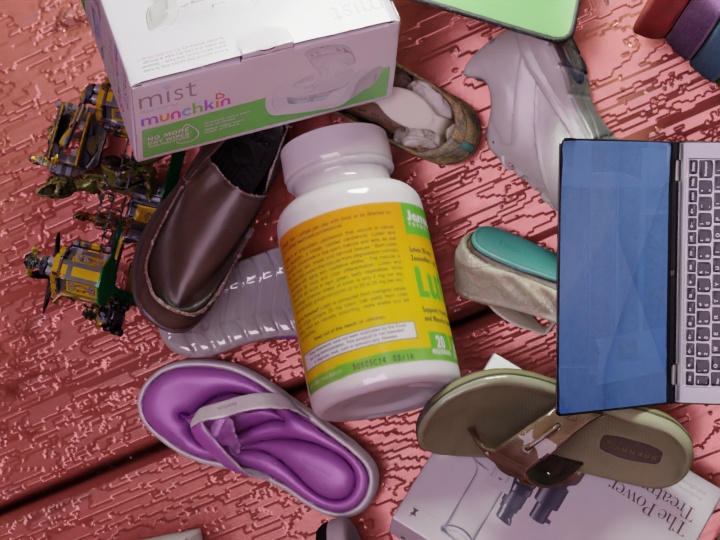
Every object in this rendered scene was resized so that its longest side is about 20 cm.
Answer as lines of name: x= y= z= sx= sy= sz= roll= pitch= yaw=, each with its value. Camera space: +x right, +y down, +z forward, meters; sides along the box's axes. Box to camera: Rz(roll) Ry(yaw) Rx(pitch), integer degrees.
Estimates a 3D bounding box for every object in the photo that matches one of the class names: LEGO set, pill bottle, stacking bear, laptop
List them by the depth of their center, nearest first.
laptop: x=0.241 y=0.005 z=1.345 sx=0.198 sy=0.116 sz=0.189 roll=1 pitch=93 yaw=13
stacking bear: x=0.307 y=-0.168 z=1.395 sx=0.199 sy=0.121 sz=0.114 roll=31 pitch=96 yaw=2
pill bottle: x=0.000 y=0.000 z=1.428 sx=0.110 sy=0.111 sz=0.201 roll=-16 pitch=74 yaw=12
LEGO set: x=-0.216 y=-0.060 z=1.490 sx=0.115 sy=0.154 sz=0.202 roll=13 pitch=91 yaw=12

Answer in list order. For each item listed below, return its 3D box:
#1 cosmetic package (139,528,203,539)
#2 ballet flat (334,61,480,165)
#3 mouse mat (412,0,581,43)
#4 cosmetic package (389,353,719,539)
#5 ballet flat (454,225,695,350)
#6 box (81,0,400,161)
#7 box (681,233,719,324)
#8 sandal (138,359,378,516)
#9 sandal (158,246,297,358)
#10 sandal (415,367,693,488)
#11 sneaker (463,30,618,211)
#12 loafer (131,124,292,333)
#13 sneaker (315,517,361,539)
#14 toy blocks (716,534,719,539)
cosmetic package: x=-0.153 y=0.311 z=1.509 sx=0.084 sy=0.108 sz=0.202 roll=-13 pitch=88 yaw=13
ballet flat: x=0.000 y=-0.141 z=1.480 sx=0.199 sy=0.071 sz=0.071 roll=29 pitch=98 yaw=10
mouse mat: x=0.094 y=-0.263 z=1.416 sx=0.160 sy=0.008 sz=0.201 roll=16 pitch=61 yaw=-3
cosmetic package: x=0.143 y=0.177 z=1.438 sx=0.199 sy=0.052 sz=0.151 roll=30 pitch=73 yaw=9
ballet flat: x=0.162 y=0.027 z=1.462 sx=0.199 sy=0.067 sz=0.063 roll=24 pitch=125 yaw=14
box: x=-0.093 y=-0.195 z=1.413 sx=0.199 sy=0.097 sz=0.177 roll=-16 pitch=61 yaw=-13
box: x=0.329 y=0.047 z=1.417 sx=0.116 sy=0.060 sz=0.201 roll=-28 pitch=86 yaw=12
sandal: x=-0.080 y=0.126 z=1.507 sx=0.201 sy=0.050 sz=0.083 roll=21 pitch=96 yaw=10
sandal: x=-0.056 y=0.021 z=1.508 sx=0.201 sy=0.050 sz=0.083 roll=-8 pitch=75 yaw=1
sandal: x=0.138 y=0.121 z=1.383 sx=0.199 sy=0.058 sz=0.080 roll=9 pitch=129 yaw=1
sneaker: x=0.145 y=-0.091 z=1.457 sx=0.087 sy=0.074 sz=0.201 roll=-26 pitch=80 yaw=24
loafer: x=-0.111 y=-0.049 z=1.462 sx=0.073 sy=0.071 sz=0.201 roll=26 pitch=69 yaw=-12
sneaker: x=-0.042 y=0.293 z=1.494 sx=0.111 sy=0.073 sz=0.202 roll=-8 pitch=98 yaw=13
toy blocks: x=0.329 y=0.203 z=1.373 sx=0.136 sy=0.201 sz=0.100 roll=19 pitch=53 yaw=3
